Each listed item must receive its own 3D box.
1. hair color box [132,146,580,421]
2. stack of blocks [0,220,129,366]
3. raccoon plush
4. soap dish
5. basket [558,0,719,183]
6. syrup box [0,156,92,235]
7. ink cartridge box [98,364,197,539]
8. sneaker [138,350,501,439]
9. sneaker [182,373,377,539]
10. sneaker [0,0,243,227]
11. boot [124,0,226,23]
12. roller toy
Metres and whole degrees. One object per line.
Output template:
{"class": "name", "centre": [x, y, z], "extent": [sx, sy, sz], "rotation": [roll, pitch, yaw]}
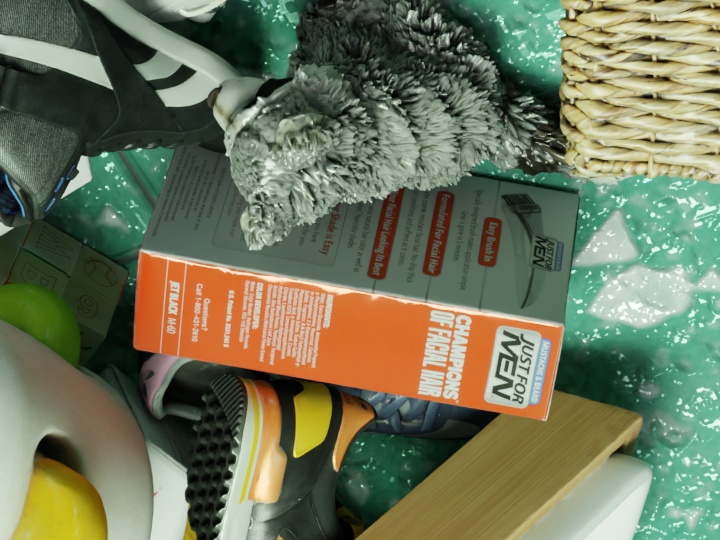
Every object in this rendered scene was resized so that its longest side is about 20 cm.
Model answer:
{"class": "hair color box", "centre": [0.000, 0.000, 1.156], "extent": [0.199, 0.111, 0.064], "rotation": [9, 126, 3]}
{"class": "stack of blocks", "centre": [-0.235, 0.003, 1.227], "extent": [0.200, 0.059, 0.115], "rotation": [32, 124, -13]}
{"class": "raccoon plush", "centre": [0.031, -0.060, 1.093], "extent": [0.199, 0.134, 0.097], "rotation": [6, 124, 5]}
{"class": "soap dish", "centre": [0.050, 0.160, 1.201], "extent": [0.081, 0.200, 0.158], "rotation": [40, 150, 21]}
{"class": "basket", "centre": [0.186, -0.131, 1.015], "extent": [0.199, 0.143, 0.149], "rotation": [3, 125, 11]}
{"class": "syrup box", "centre": [-0.194, -0.117, 1.107], "extent": [0.081, 0.079, 0.201], "rotation": [22, 135, 40]}
{"class": "ink cartridge box", "centre": [-0.107, 0.167, 1.257], "extent": [0.145, 0.084, 0.200], "rotation": [-43, 123, 6]}
{"class": "sneaker", "centre": [-0.016, 0.065, 1.221], "extent": [0.199, 0.082, 0.070], "rotation": [8, 125, 3]}
{"class": "sneaker", "centre": [-0.043, 0.146, 1.177], "extent": [0.090, 0.070, 0.201], "rotation": [3, 113, -22]}
{"class": "sneaker", "centre": [-0.126, -0.064, 1.088], "extent": [0.073, 0.112, 0.200], "rotation": [14, 169, 35]}
{"class": "boot", "centre": [-0.057, -0.155, 1.092], "extent": [0.199, 0.074, 0.096], "rotation": [16, 135, 5]}
{"class": "roller toy", "centre": [-0.202, 0.108, 1.119], "extent": [0.182, 0.200, 0.140], "rotation": [-36, 144, 14]}
